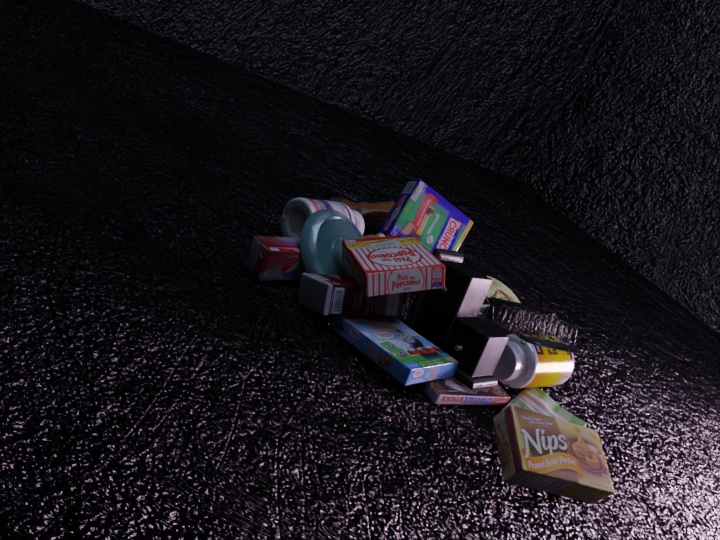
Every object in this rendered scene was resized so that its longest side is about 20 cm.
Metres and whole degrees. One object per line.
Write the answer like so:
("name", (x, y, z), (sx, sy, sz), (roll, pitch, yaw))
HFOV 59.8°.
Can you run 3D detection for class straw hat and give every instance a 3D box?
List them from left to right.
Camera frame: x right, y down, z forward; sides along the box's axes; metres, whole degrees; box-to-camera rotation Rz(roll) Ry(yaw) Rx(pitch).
("straw hat", (0.280, 0.101, 1.469), (0.199, 0.085, 0.203), (17, 42, -16))

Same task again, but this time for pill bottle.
("pill bottle", (-0.083, -0.109, 1.479), (0.111, 0.112, 0.199), (41, 25, 32))
("pill bottle", (0.351, 0.188, 1.307), (0.198, 0.110, 0.109), (6, 30, -41))

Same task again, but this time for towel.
("towel", (0.368, 0.293, 1.234), (0.149, 0.031, 0.199), (38, 23, 21))

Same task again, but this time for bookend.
("bookend", (0.203, 0.091, 1.214), (0.091, 0.201, 0.199), (6, 21, -47))

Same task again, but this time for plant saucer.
("plant saucer", (-0.043, -0.033, 1.299), (0.199, 0.027, 0.203), (19, 64, -44))

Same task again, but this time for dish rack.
("dish rack", (0.353, 0.113, 1.245), (0.151, 0.055, 0.200), (11, 9, -15))

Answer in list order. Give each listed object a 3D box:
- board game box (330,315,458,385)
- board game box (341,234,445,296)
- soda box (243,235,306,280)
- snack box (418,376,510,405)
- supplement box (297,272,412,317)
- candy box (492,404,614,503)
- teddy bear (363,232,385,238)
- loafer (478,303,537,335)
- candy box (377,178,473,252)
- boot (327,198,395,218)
("board game box", (0.063, 0.139, 1.168), (0.199, 0.037, 0.150), (32, 20, 37))
("board game box", (0.058, -0.014, 1.201), (0.149, 0.047, 0.200), (-6, 21, -13))
("soda box", (-0.137, -0.024, 1.278), (0.063, 0.071, 0.199), (38, 24, 34))
("snack box", (0.195, 0.223, 1.187), (0.198, 0.025, 0.072), (11, 24, -37))
("supplement box", (-0.009, 0.048, 1.215), (0.198, 0.062, 0.108), (5, 9, -35))
("candy box", (0.326, 0.312, 1.061), (0.198, 0.055, 0.116), (19, 44, -20))
("teddy bear", (0.085, -0.031, 1.557), (0.200, 0.067, 0.144), (40, 18, 34))
("loafer", (0.307, 0.109, 1.368), (0.197, 0.071, 0.070), (10, 3, -16))
("candy box", (0.171, -0.111, 1.638), (0.199, 0.170, 0.077), (34, -9, -23))
("boot", (0.021, -0.146, 1.690), (0.197, 0.069, 0.188), (1, 16, -14))
